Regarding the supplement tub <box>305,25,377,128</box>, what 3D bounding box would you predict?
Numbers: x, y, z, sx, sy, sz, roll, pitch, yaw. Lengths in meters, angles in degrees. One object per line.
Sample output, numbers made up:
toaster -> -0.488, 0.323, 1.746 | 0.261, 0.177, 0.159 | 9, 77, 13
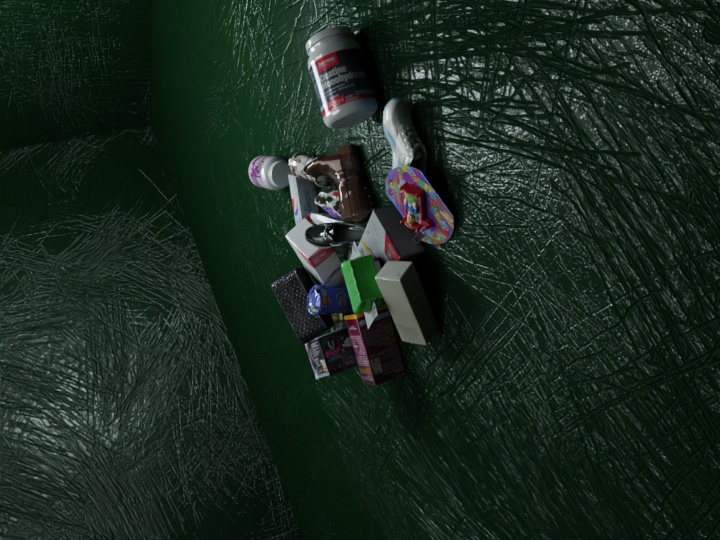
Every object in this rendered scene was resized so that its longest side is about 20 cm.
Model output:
supplement tub -> -0.047, -0.459, 1.472 | 0.140, 0.137, 0.205 | -19, 89, 64

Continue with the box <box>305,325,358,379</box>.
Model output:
box -> -0.045, 0.227, 1.799 | 0.132, 0.196, 0.118 | -31, 77, 63

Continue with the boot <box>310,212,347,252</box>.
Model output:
boot -> -0.095, -0.113, 1.831 | 0.199, 0.072, 0.098 | 26, 112, 57

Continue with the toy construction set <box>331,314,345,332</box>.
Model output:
toy construction set -> -0.080, 0.103, 1.923 | 0.132, 0.089, 0.204 | -102, 19, -58

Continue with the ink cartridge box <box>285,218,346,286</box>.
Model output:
ink cartridge box -> -0.120, -0.031, 1.794 | 0.145, 0.084, 0.201 | 42, 168, 42

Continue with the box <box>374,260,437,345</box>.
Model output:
box -> 0.111, 0.077, 1.456 | 0.081, 0.069, 0.203 | 6, 131, 39

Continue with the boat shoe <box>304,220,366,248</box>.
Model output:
boat shoe -> -0.064, -0.101, 1.649 | 0.060, 0.194, 0.078 | 49, -138, -69

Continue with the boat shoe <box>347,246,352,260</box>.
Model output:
boat shoe -> 0.000, 0.000, 1.730 | 0.202, 0.059, 0.075 | -106, 15, -52

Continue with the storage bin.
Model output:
storage bin -> -0.169, 0.101, 1.824 | 0.203, 0.092, 0.135 | 60, -173, 2

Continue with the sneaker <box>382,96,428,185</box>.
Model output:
sneaker -> 0.106, -0.281, 1.355 | 0.080, 0.075, 0.205 | 16, 126, 52

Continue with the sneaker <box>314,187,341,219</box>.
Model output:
sneaker -> -0.043, -0.177, 1.730 | 0.198, 0.081, 0.084 | 29, 167, 46

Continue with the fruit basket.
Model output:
fruit basket -> 0.010, 0.040, 1.543 | 0.200, 0.091, 0.190 | 88, 166, -76

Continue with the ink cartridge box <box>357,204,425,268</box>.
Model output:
ink cartridge box -> 0.069, -0.043, 1.545 | 0.148, 0.081, 0.201 | 61, 151, 23

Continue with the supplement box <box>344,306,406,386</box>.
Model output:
supplement box -> 0.041, 0.206, 1.715 | 0.085, 0.108, 0.206 | -13, 93, 64

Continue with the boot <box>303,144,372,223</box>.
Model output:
boot -> -0.063, -0.213, 1.652 | 0.183, 0.064, 0.206 | -17, 84, 34

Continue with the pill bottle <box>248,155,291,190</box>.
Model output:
pill bottle -> -0.303, -0.334, 2.096 | 0.199, 0.110, 0.115 | 20, 123, 59

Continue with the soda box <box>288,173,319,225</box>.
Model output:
soda box -> -0.177, -0.211, 1.965 | 0.063, 0.067, 0.206 | 24, 126, 57

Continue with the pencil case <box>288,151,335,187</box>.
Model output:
pencil case -> -0.144, -0.302, 1.820 | 0.199, 0.088, 0.080 | 31, 102, 56

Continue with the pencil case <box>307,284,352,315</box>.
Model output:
pencil case -> -0.062, 0.081, 1.759 | 0.077, 0.196, 0.089 | -28, 69, 49

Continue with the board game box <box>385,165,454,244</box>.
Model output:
board game box -> 0.119, -0.133, 1.360 | 0.202, 0.039, 0.157 | 53, 153, -5
